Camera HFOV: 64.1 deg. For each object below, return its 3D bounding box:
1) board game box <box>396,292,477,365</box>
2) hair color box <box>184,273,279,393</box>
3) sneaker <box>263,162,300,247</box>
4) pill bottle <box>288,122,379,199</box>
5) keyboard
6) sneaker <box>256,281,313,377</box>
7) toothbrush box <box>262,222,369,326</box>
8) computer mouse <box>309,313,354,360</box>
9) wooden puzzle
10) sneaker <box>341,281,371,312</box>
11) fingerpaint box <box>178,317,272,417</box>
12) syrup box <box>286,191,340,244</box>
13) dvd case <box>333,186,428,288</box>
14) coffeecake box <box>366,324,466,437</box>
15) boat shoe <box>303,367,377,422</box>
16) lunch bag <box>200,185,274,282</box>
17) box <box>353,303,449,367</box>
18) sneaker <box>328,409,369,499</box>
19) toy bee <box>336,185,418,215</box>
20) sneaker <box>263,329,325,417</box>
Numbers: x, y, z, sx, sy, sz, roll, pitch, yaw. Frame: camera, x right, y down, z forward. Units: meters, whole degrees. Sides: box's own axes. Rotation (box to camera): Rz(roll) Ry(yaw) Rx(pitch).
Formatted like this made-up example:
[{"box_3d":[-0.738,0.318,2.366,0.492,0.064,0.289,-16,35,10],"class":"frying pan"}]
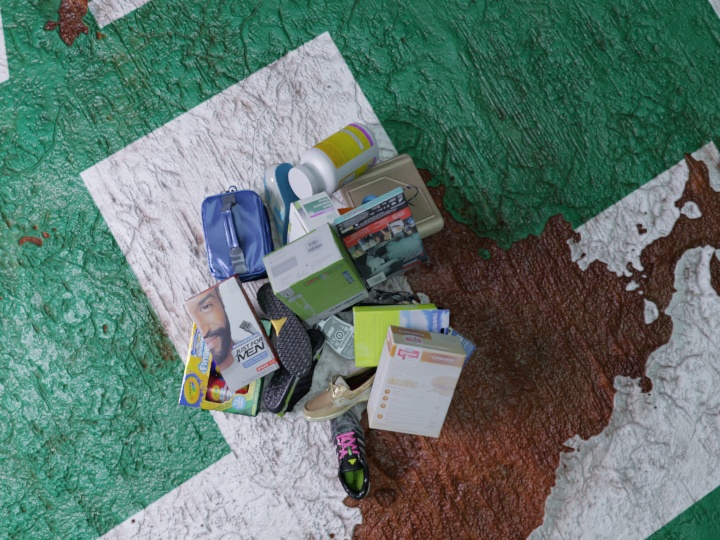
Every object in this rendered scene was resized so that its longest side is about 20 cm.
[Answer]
[{"box_3d":[0.133,0.170,1.261,0.198,0.046,0.153,36,84,0],"class":"board game box"},{"box_3d":[-0.251,0.123,1.141,0.109,0.064,0.203,-27,98,-5],"class":"hair color box"},{"box_3d":[-0.163,-0.133,1.256,0.075,0.080,0.205,-17,107,-33],"class":"sneaker"},{"box_3d":[-0.058,-0.227,1.219,0.199,0.104,0.105,-39,89,-32],"class":"pill bottle"},{"box_3d":[0.085,0.090,1.232,0.195,0.040,0.107,4,106,-4],"class":"keyboard"},{"box_3d":[-0.142,0.120,1.173,0.069,0.090,0.203,-28,76,3],"class":"sneaker"},{"box_3d":[-0.082,0.014,1.127,0.143,0.200,0.087,-27,62,4],"class":"toothbrush box"},{"box_3d":[-0.073,0.124,1.254,0.198,0.044,0.111,35,87,2],"class":"computer mouse"},{"box_3d":[0.065,-0.143,1.270,0.181,0.037,0.203,-21,68,-5],"class":"wooden puzzle"},{"box_3d":[0.000,0.000,1.262,0.082,0.072,0.201,36,74,11],"class":"sneaker"},{"box_3d":[-0.280,0.192,1.219,0.163,0.073,0.205,10,84,-3],"class":"fingerpaint box"},{"box_3d":[-0.098,-0.059,1.176,0.077,0.202,0.082,-22,62,-24],"class":"syrup box"},{"box_3d":[0.045,-0.058,1.132,0.144,0.201,0.022,-26,45,4],"class":"dvd case"},{"box_3d":[0.109,0.226,1.164,0.150,0.073,0.204,10,113,-10],"class":"coffeecake box"},{"box_3d":[-0.035,0.253,1.222,0.196,0.074,0.068,-23,120,-14],"class":"boat shoe"},{"box_3d":[-0.256,-0.077,1.214,0.133,0.132,0.205,-11,87,-5],"class":"lunch bag"},{"box_3d":[0.083,0.134,1.198,0.195,0.048,0.125,-2,104,-3],"class":"box"},{"box_3d":[-0.020,0.388,1.212,0.072,0.087,0.205,-11,86,-4],"class":"sneaker"},{"box_3d":[0.037,-0.092,1.184,0.132,0.197,0.109,-58,135,-27],"class":"toy bee"},{"box_3d":[-0.132,0.217,1.222,0.071,0.082,0.202,35,91,38],"class":"sneaker"}]
